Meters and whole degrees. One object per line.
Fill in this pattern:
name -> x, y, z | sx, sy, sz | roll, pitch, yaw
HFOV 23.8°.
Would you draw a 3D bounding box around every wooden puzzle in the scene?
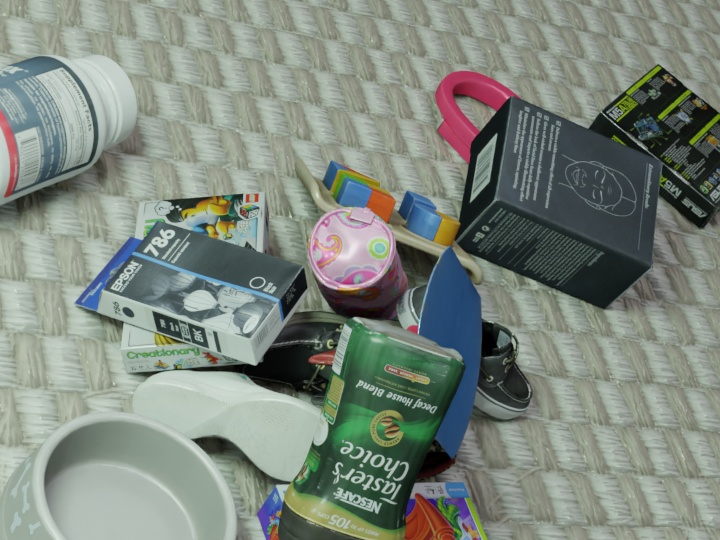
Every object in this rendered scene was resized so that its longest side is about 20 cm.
wooden puzzle -> 0.031, -0.062, 1.758 | 0.199, 0.047, 0.185 | 26, 7, -13

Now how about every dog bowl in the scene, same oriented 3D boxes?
dog bowl -> -0.189, 0.200, 1.379 | 0.198, 0.059, 0.201 | 20, 41, -18

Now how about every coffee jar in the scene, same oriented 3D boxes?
coffee jar -> 0.006, 0.147, 1.395 | 0.103, 0.202, 0.085 | 18, 5, -16

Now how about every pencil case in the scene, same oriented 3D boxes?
pencil case -> 0.000, 0.000, 1.624 | 0.087, 0.087, 0.200 | 44, -5, 14

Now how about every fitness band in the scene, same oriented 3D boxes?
fitness band -> 0.170, -0.159, 2.038 | 0.200, 0.038, 0.143 | 48, 37, 16

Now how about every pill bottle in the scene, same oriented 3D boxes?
pill bottle -> -0.309, -0.136, 1.603 | 0.120, 0.120, 0.199 | 44, 38, 14

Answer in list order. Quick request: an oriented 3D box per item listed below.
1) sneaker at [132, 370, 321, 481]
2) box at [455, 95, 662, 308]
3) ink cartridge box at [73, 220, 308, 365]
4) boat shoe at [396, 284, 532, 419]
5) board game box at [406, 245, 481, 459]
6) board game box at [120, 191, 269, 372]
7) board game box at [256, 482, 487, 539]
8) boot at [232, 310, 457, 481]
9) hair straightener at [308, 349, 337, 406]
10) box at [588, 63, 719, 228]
sneaker -> -0.094, 0.123, 1.496 | 0.198, 0.076, 0.089 | 17, 18, 6
box -> 0.220, -0.075, 1.895 | 0.198, 0.107, 0.150 | 22, 55, -13
ink cartridge box -> -0.155, 0.013, 1.526 | 0.198, 0.039, 0.100 | 15, 50, 24
boat shoe -> 0.118, 0.074, 1.668 | 0.200, 0.066, 0.070 | 45, 35, -31
board game box -> 0.064, 0.073, 1.537 | 0.039, 0.200, 0.160 | 4, 69, 20
board game box -> -0.150, 0.008, 1.585 | 0.125, 0.035, 0.201 | -5, 43, 3
board game box -> 0.023, 0.252, 1.482 | 0.198, 0.045, 0.135 | 4, 47, -33
boot -> -0.011, 0.119, 1.580 | 0.202, 0.074, 0.155 | 2, 51, -32
hair straightener -> 0.016, 0.101, 1.531 | 0.041, 0.078, 0.200 | 1, 6, 27
box -> 0.410, -0.164, 2.203 | 0.193, 0.048, 0.200 | 39, 39, 10
